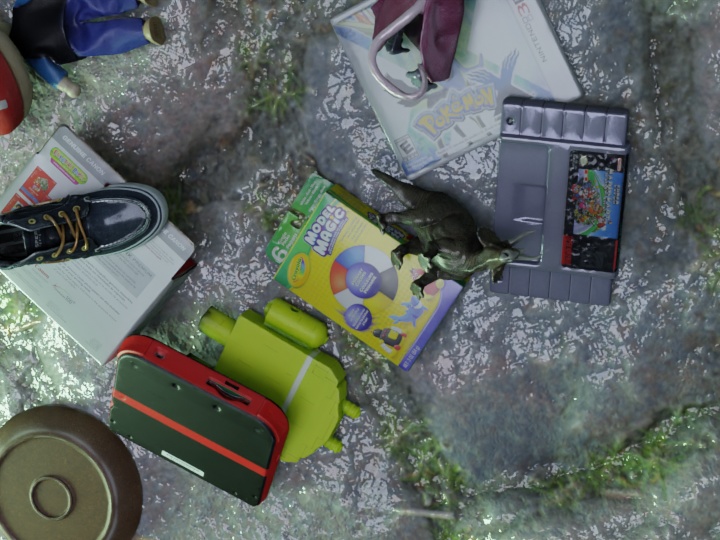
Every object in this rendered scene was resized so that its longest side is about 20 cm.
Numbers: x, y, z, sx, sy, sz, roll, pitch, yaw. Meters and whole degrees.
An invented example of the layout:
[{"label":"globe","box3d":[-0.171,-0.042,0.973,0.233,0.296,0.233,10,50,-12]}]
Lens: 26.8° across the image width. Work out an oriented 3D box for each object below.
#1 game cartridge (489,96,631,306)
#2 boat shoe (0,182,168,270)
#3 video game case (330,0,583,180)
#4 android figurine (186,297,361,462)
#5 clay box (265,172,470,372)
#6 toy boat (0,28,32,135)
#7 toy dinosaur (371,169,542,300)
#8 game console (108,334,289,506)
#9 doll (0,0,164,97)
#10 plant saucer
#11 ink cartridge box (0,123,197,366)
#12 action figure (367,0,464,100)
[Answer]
[{"label":"game cartridge","box3d":[0.197,-0.067,1.496,0.129,0.038,0.202,8,113,16]},{"label":"boat shoe","box3d":[-0.297,-0.038,1.522,0.199,0.091,0.071,-11,99,14]},{"label":"video game case","box3d":[0.095,-0.213,1.504,0.199,0.022,0.183,-25,96,19]},{"label":"android figurine","box3d":[-0.096,0.125,1.624,0.199,0.041,0.183,28,108,7]},{"label":"clay box","box3d":[0.000,0.000,1.565,0.199,0.048,0.115,34,110,3]},{"label":"toy boat","box3d":[-0.444,-0.190,1.567,0.198,0.131,0.131,10,135,21]},{"label":"toy dinosaur","box3d":[0.080,-0.035,1.506,0.200,0.102,0.077,44,147,40]},{"label":"game console","box3d":[-0.176,0.161,1.616,0.199,0.031,0.177,27,142,7]},{"label":"doll","box3d":[-0.307,-0.251,1.584,0.198,0.048,0.138,-6,101,15]},{"label":"plant saucer","box3d":[-0.348,0.255,1.725,0.198,0.034,0.202,4,105,14]},{"label":"ink cartridge box","box3d":[-0.282,-0.034,1.611,0.200,0.084,0.176,43,108,1]},{"label":"action figure","box3d":[0.071,-0.280,1.413,0.134,0.149,0.201,36,122,10]}]
